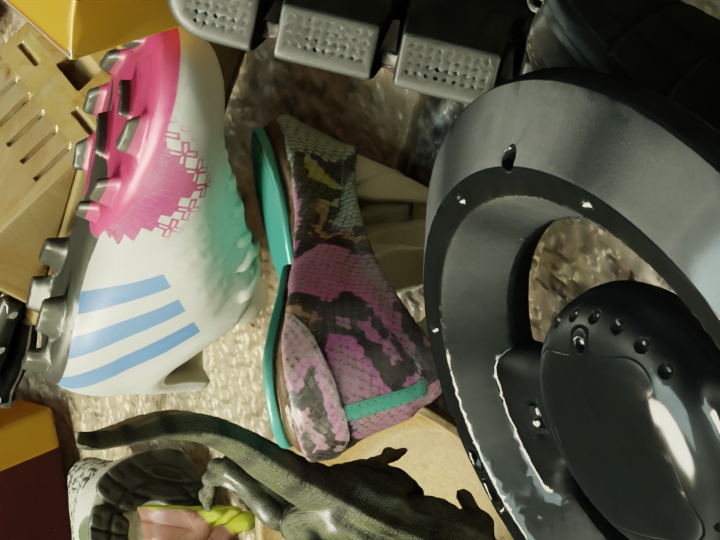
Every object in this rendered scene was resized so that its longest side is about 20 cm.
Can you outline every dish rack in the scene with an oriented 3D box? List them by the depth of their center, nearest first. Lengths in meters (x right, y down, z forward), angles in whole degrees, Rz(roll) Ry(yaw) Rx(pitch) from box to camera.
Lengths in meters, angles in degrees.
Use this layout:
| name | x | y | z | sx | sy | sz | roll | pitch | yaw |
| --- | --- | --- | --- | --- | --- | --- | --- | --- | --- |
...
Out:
| name | x | y | z | sx | sy | sz | roll | pitch | yaw |
| --- | --- | --- | --- | --- | --- | --- | --- | --- | --- |
| dish rack | 0.027 | -0.142 | 0.611 | 0.153 | 0.055 | 0.200 | 13 | 118 | 2 |

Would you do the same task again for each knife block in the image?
| name | x | y | z | sx | sy | sz | roll | pitch | yaw |
| --- | --- | --- | --- | --- | --- | --- | --- | --- | --- |
| knife block | -0.111 | -0.033 | 0.902 | 0.200 | 0.176 | 0.064 | -43 | 68 | 5 |

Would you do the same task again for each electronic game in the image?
| name | x | y | z | sx | sy | sz | roll | pitch | yaw |
| --- | --- | --- | --- | --- | --- | --- | --- | --- | --- |
| electronic game | 0.081 | 0.040 | 0.573 | 0.200 | 0.042 | 0.200 | 45 | 149 | 36 |

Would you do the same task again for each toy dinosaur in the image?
| name | x | y | z | sx | sy | sz | roll | pitch | yaw |
| --- | --- | --- | --- | --- | --- | --- | --- | --- | --- |
| toy dinosaur | -0.008 | 0.078 | 0.716 | 0.048 | 0.200 | 0.088 | -66 | 18 | -1 |

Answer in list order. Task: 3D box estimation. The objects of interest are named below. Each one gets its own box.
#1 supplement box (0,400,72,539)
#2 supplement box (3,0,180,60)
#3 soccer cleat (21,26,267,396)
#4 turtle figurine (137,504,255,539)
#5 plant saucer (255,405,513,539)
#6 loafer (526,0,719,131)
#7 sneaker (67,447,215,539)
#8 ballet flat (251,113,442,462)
| name | x | y | z | sx | sy | sz | roll | pitch | yaw |
| --- | --- | --- | --- | --- | --- | --- | --- | --- | --- |
| supplement box | -0.244 | 0.182 | 1.040 | 0.133 | 0.197 | 0.200 | 9 | 114 | 50 |
| supplement box | -0.091 | -0.216 | 0.708 | 0.197 | 0.133 | 0.200 | 40 | 135 | 32 |
| soccer cleat | -0.068 | -0.019 | 0.798 | 0.200 | 0.086 | 0.070 | 120 | 153 | -51 |
| turtle figurine | -0.065 | 0.181 | 0.889 | 0.064 | 0.200 | 0.162 | -6 | 78 | 21 |
| plant saucer | 0.036 | 0.133 | 0.809 | 0.200 | 0.035 | 0.200 | 27 | 127 | 41 |
| loafer | 0.111 | 0.003 | 0.589 | 0.200 | 0.073 | 0.072 | 50 | 132 | 7 |
| sneaker | -0.095 | 0.170 | 0.980 | 0.089 | 0.077 | 0.200 | 18 | 117 | 61 |
| ballet flat | 0.000 | 0.000 | 0.738 | 0.200 | 0.071 | 0.069 | -100 | 1 | -64 |
